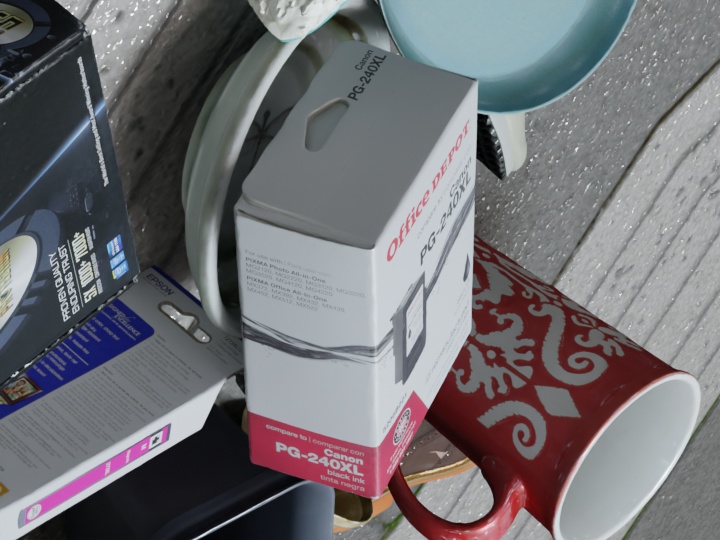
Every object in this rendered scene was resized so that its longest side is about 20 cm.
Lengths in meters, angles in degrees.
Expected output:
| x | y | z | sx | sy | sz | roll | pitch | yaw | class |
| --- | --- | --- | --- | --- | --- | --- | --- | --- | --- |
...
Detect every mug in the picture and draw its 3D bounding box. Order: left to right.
| x | y | z | sx | sy | sz | roll | pitch | yaw | class |
| --- | --- | --- | --- | --- | --- | --- | --- | --- | --- |
| 0.081 | 0.068 | 1.853 | 0.177 | 0.200 | 0.134 | -20 | 139 | -44 | mug |

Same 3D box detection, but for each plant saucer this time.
| x | y | z | sx | sy | sz | roll | pitch | yaw | class |
| --- | --- | --- | --- | --- | --- | --- | --- | --- | --- |
| -0.050 | -0.064 | 1.632 | 0.200 | 0.050 | 0.201 | -51 | 153 | -39 | plant saucer |
| 0.080 | -0.187 | 1.662 | 0.200 | 0.027 | 0.201 | -9 | 106 | -35 | plant saucer |

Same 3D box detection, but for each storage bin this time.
| x | y | z | sx | sy | sz | roll | pitch | yaw | class |
| --- | --- | --- | --- | --- | --- | --- | --- | --- | --- |
| -0.113 | 0.165 | 1.736 | 0.145 | 0.134 | 0.200 | -26 | 143 | -25 | storage bin |

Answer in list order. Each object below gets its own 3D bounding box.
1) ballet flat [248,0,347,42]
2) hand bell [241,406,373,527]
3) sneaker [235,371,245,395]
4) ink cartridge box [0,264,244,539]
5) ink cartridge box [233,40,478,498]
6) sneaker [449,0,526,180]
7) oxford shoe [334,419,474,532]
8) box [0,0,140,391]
| x | y | z | sx | sy | sz | roll | pitch | yaw | class |
| --- | --- | --- | --- | --- | --- | --- | --- | --- | --- |
| -0.002 | -0.213 | 1.550 | 0.200 | 0.072 | 0.072 | -54 | 153 | -15 | ballet flat |
| -0.095 | 0.188 | 1.871 | 0.200 | 0.104 | 0.104 | -47 | 154 | 16 | hand bell |
| 0.000 | -0.001 | 1.792 | 0.200 | 0.066 | 0.090 | -59 | 149 | 7 | sneaker |
| -0.155 | 0.071 | 1.611 | 0.200 | 0.095 | 0.037 | -31 | 146 | -35 | ink cartridge box |
| 0.000 | 0.000 | 1.617 | 0.200 | 0.083 | 0.145 | 89 | 24 | -46 | ink cartridge box |
| 0.088 | -0.134 | 1.765 | 0.093 | 0.070 | 0.200 | -39 | 147 | -13 | sneaker |
| 0.036 | 0.096 | 1.959 | 0.200 | 0.071 | 0.073 | -34 | 142 | -31 | oxford shoe |
| -0.203 | -0.029 | 1.431 | 0.164 | 0.086 | 0.200 | -39 | 150 | -23 | box |
